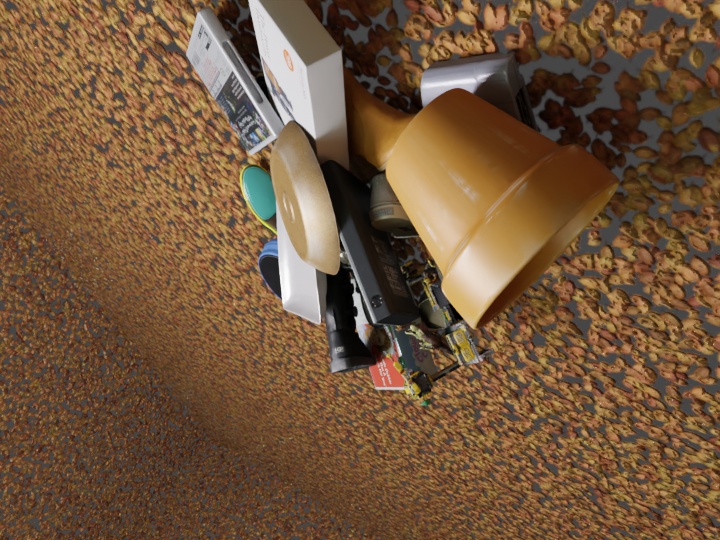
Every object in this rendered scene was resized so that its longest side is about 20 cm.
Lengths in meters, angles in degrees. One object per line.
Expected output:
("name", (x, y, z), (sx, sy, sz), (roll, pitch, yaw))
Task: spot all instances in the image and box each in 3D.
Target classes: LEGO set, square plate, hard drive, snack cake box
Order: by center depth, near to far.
("hard drive", (0.012, -0.031, 0.778), (0.205, 0.032, 0.139), (69, -165, 13))
("LEGO set", (0.097, 0.078, 0.851), (0.116, 0.149, 0.206), (122, 131, -78))
("square plate", (-0.094, -0.030, 0.972), (0.197, 0.028, 0.208), (-171, 77, -66))
("snack cake box", (0.050, 0.099, 1.053), (0.114, 0.066, 0.207), (-15, 93, 55))

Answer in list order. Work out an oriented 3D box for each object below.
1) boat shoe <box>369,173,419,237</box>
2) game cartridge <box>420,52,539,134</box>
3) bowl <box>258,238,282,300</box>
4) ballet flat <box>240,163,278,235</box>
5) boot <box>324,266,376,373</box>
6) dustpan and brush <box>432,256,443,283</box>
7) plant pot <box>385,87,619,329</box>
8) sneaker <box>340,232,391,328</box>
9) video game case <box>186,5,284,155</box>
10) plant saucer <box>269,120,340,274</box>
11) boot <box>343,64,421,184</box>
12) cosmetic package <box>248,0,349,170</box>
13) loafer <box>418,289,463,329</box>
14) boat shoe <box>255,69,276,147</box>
("boat shoe", (0.063, -0.088, 0.824), (0.068, 0.074, 0.200), (-6, 174, 21))
("game cartridge", (0.147, -0.151, 0.716), (0.131, 0.041, 0.203), (13, 141, 46))
("bowl", (-0.135, 0.024, 1.280), (0.197, 0.040, 0.203), (30, 150, 19))
("ballet flat", (-0.156, -0.106, 1.109), (0.201, 0.067, 0.067), (52, 170, -23))
("boot", (-0.028, 0.063, 1.017), (0.063, 0.207, 0.165), (-13, 168, 6))
("dustpan and brush", (0.125, -0.060, 0.796), (0.202, 0.138, 0.057), (54, 138, 10))
("plant pot", (0.128, -0.078, 0.628), (0.184, 0.198, 0.202), (48, 154, 17))
("sneaker", (0.000, 0.000, 0.934), (0.075, 0.113, 0.207), (12, 113, 40))
("video game case", (-0.186, -0.264, 0.885), (0.185, 0.023, 0.199), (58, 164, -14))
("plant saucer", (-0.079, -0.087, 0.791), (0.200, 0.034, 0.207), (160, 91, -75))
("boot", (0.007, -0.197, 0.750), (0.146, 0.070, 0.200), (57, 157, -5))
("cosmetic package", (-0.072, -0.227, 0.742), (0.152, 0.051, 0.202), (54, 165, 25))
("loafer", (0.142, 0.059, 0.970), (0.075, 0.070, 0.199), (42, 151, -6))
("boat shoe", (-0.100, -0.201, 0.908), (0.073, 0.063, 0.203), (8, 137, 46))
